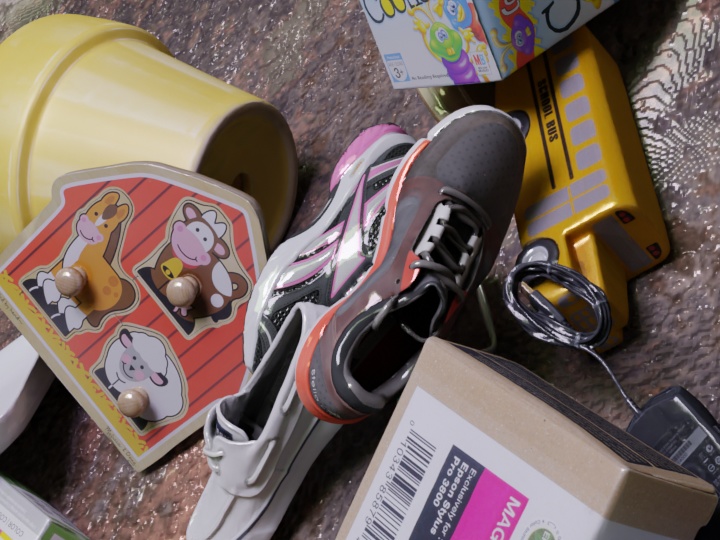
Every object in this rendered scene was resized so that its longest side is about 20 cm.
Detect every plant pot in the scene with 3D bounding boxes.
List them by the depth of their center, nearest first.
[{"bbox_3d":[-0.155,-0.072,1.177,0.187,0.201,0.202,14,69,30],"label":"plant pot"}]

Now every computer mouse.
[{"bbox_3d":[0.143,0.067,0.860,0.059,0.034,0.201,-49,58,21],"label":"computer mouse"}]

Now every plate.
[{"bbox_3d":[-0.296,0.120,1.219,0.199,0.032,0.200,-34,15,18],"label":"plate"}]

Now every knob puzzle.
[{"bbox_3d":[-0.141,0.017,1.087,0.218,0.221,0.030,-28,5,24],"label":"knob puzzle"}]

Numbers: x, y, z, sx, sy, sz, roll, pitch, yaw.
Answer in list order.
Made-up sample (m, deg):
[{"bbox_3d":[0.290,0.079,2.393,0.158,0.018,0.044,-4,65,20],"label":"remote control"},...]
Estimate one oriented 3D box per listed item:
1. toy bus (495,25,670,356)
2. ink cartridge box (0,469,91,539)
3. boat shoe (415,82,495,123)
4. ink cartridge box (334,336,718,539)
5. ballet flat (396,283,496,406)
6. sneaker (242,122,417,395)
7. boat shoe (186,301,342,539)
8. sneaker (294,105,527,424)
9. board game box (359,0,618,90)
[{"bbox_3d":[0.130,-0.050,0.978,0.078,0.065,0.201,-28,44,22],"label":"toy bus"},{"bbox_3d":[-0.273,0.245,1.124,0.103,0.059,0.201,24,78,49],"label":"ink cartridge box"},{"bbox_3d":[0.070,-0.160,1.112,0.062,0.073,0.201,-32,42,24],"label":"boat shoe"},{"bbox_3d":[0.063,0.158,0.828,0.164,0.075,0.202,31,99,51],"label":"ink cartridge box"},{"bbox_3d":[0.047,0.061,0.963,0.072,0.072,0.202,-16,62,34],"label":"ballet flat"},{"bbox_3d":[0.000,0.000,1.053,0.086,0.080,0.201,22,81,38],"label":"sneaker"},{"bbox_3d":[-0.064,0.100,1.008,0.201,0.065,0.074,-58,29,17],"label":"boat shoe"},{"bbox_3d":[0.042,0.000,0.895,0.201,0.077,0.082,-61,18,-9],"label":"sneaker"},{"bbox_3d":[0.101,-0.204,1.022,0.199,0.104,0.104,-35,23,-32],"label":"board game box"}]
